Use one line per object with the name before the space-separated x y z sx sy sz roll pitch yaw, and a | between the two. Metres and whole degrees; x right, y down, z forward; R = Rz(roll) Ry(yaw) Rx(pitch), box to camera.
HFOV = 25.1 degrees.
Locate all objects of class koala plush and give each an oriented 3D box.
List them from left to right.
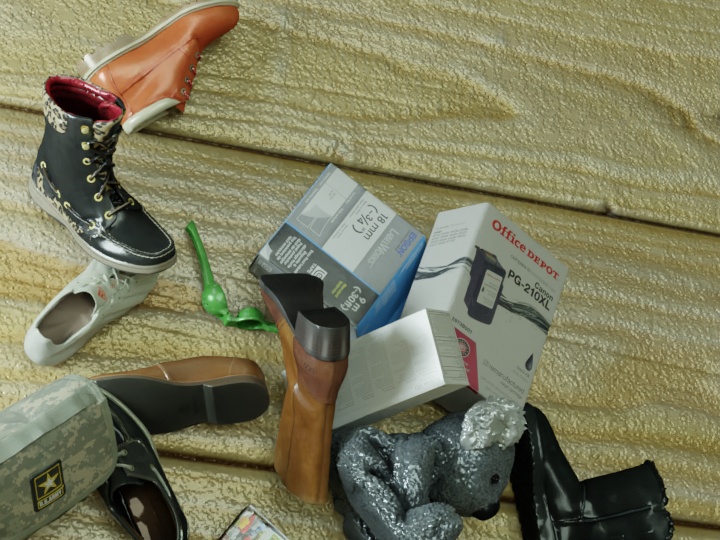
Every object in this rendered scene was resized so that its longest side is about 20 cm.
koala plush | 0.078 0.210 1.675 0.200 0.178 0.184 -28 69 -21

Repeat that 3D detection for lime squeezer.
lime squeezer | -0.127 0.035 1.749 0.200 0.038 0.071 38 45 -1

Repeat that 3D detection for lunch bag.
lunch bag | -0.326 0.191 1.522 0.164 0.200 0.118 -32 82 -34

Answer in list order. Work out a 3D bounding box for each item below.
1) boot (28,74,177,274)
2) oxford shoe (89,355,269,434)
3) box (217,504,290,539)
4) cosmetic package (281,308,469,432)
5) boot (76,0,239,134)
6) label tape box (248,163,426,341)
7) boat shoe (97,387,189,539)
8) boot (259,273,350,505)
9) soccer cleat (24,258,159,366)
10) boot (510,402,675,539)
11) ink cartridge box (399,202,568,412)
boot | -0.263 -0.099 1.658 0.200 0.151 0.073 37 46 26
oxford shoe | -0.197 0.123 1.684 0.199 0.072 0.071 0 34 -10
box | -0.137 0.346 1.625 0.110 0.035 0.200 41 64 0
cosmetic package | 0.014 0.112 1.676 0.051 0.200 0.083 10 61 -51
boot | -0.205 -0.231 1.804 0.200 0.075 0.107 -33 86 -17
label tape box | 0.000 0.000 1.783 0.200 0.063 0.144 38 64 -1
boat shoe | -0.236 0.199 1.616 0.072 0.068 0.200 -32 87 0
boot | -0.063 0.115 1.669 0.068 0.188 0.201 -6 115 -29
soccer cleat | -0.270 0.023 1.680 0.069 0.078 0.200 42 64 1
boot | 0.252 0.237 1.770 0.162 0.073 0.199 -6 79 -17
ink cartridge box | 0.130 0.048 1.770 0.145 0.084 0.201 37 61 -29
